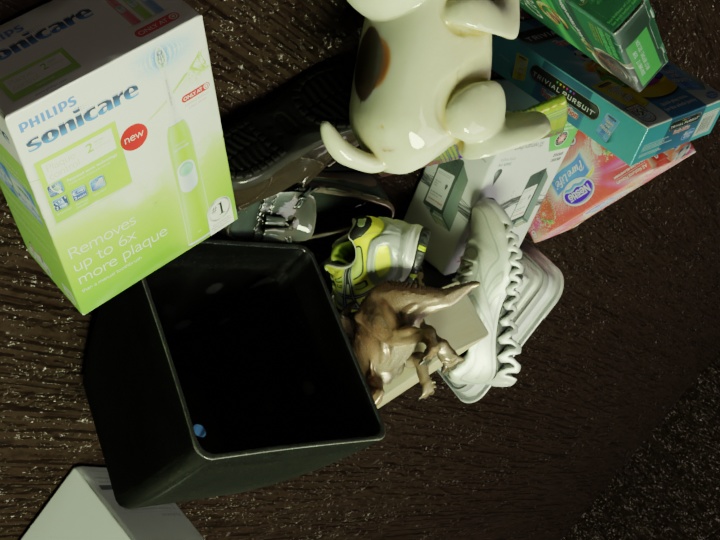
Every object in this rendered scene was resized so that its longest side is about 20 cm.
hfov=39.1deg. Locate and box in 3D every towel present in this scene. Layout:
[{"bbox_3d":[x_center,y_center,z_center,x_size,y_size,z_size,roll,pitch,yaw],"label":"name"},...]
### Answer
[{"bbox_3d":[0.094,-0.124,0.955,0.199,0.023,0.144,-13,177,9],"label":"towel"}]

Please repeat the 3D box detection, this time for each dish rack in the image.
[{"bbox_3d":[0.145,0.045,1.256,0.043,0.172,0.200,26,105,-35],"label":"dish rack"}]

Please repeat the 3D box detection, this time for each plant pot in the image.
[{"bbox_3d":[-0.133,0.105,0.890,0.199,0.200,0.177,3,144,-45],"label":"plant pot"}]

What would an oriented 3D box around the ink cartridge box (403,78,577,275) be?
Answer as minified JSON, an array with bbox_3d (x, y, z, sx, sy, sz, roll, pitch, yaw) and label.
[{"bbox_3d":[0.145,-0.107,1.132,0.146,0.084,0.201,-16,138,-43],"label":"ink cartridge box"}]

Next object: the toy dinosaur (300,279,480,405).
[{"bbox_3d":[0.017,0.055,0.940,0.086,0.136,0.200,-7,143,-47],"label":"toy dinosaur"}]

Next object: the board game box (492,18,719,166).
[{"bbox_3d":[0.252,-0.196,1.047,0.151,0.200,0.047,-22,143,-39],"label":"board game box"}]

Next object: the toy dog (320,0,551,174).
[{"bbox_3d":[0.038,-0.191,0.801,0.193,0.140,0.201,-20,114,-12],"label":"toy dog"}]

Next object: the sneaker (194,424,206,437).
[{"bbox_3d":[-0.091,0.130,1.055,0.200,0.111,0.077,-41,143,-4],"label":"sneaker"}]

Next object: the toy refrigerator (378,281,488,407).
[{"bbox_3d":[0.033,0.088,1.049,0.076,0.070,0.200,-19,166,-43],"label":"toy refrigerator"}]

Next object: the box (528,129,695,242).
[{"bbox_3d":[0.270,-0.124,1.182,0.094,0.103,0.200,-22,172,-39],"label":"box"}]

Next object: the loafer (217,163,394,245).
[{"bbox_3d":[-0.047,-0.059,0.951,0.200,0.063,0.072,-17,139,-44],"label":"loafer"}]

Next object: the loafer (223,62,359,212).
[{"bbox_3d":[-0.051,-0.116,0.882,0.200,0.073,0.071,-29,158,-26],"label":"loafer"}]

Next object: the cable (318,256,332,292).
[{"bbox_3d":[-0.052,0.000,1.065,0.199,0.050,0.097,5,140,-42],"label":"cable"}]

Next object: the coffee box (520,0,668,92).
[{"bbox_3d":[0.172,-0.245,0.883,0.044,0.200,0.123,-48,153,6],"label":"coffee box"}]

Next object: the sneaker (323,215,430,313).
[{"bbox_3d":[0.000,0.000,0.997,0.200,0.076,0.076,126,-15,-54],"label":"sneaker"}]

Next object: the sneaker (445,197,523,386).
[{"bbox_3d":[0.122,0.025,1.055,0.081,0.075,0.201,-2,97,-12],"label":"sneaker"}]

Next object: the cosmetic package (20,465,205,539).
[{"bbox_3d":[-0.250,0.339,1.020,0.200,0.200,0.123,-52,151,9],"label":"cosmetic package"}]

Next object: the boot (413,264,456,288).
[{"bbox_3d":[0.076,0.024,1.176,0.150,0.200,0.073,27,103,-23],"label":"boot"}]

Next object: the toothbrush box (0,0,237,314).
[{"bbox_3d":[-0.178,-0.088,0.715,0.145,0.086,0.200,-34,147,-24],"label":"toothbrush box"}]
